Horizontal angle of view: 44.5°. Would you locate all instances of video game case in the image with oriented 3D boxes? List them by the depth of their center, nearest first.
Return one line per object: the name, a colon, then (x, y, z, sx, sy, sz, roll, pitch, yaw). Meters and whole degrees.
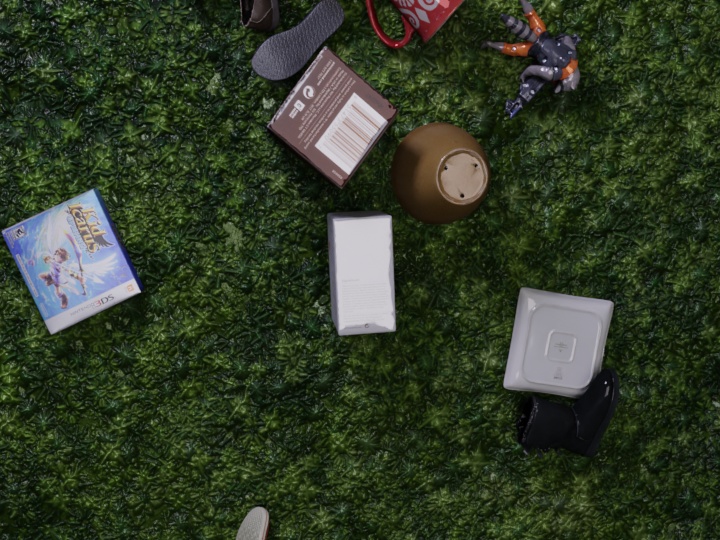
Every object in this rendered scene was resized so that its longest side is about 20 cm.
video game case: (-0.511, -0.016, 1.571, 0.178, 0.045, 0.204, -25, 99, -5)

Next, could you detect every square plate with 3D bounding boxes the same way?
square plate: (0.389, 0.147, 1.714, 0.195, 0.028, 0.203, 8, 95, -8)

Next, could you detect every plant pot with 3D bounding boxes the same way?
plant pot: (0.156, -0.168, 1.559, 0.181, 0.200, 0.192, -1, 98, -6)

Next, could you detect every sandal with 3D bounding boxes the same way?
sandal: (-0.110, -0.408, 1.580, 0.199, 0.043, 0.077, -38, 108, -11)

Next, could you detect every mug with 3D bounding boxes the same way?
mug: (0.076, -0.505, 1.544, 0.200, 0.133, 0.178, 44, 89, -7)

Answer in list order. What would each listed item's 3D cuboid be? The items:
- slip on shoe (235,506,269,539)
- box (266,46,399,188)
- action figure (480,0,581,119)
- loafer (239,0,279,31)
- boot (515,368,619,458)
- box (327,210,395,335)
slip on shoe: (-0.202, 0.551, 1.677, 0.060, 0.073, 0.205, 8, 90, -43)
box: (-0.054, -0.258, 1.520, 0.163, 0.200, 0.167, 37, 91, -10)
action figure: (0.314, -0.381, 1.603, 0.192, 0.105, 0.202, 34, 90, 0)
loafer: (-0.189, -0.513, 1.515, 0.071, 0.072, 0.205, -24, 110, -38)
boot: (0.395, 0.270, 1.693, 0.158, 0.074, 0.203, 12, 111, -9)
box: (0.000, 0.000, 1.583, 0.103, 0.152, 0.206, -3, 98, -6)
